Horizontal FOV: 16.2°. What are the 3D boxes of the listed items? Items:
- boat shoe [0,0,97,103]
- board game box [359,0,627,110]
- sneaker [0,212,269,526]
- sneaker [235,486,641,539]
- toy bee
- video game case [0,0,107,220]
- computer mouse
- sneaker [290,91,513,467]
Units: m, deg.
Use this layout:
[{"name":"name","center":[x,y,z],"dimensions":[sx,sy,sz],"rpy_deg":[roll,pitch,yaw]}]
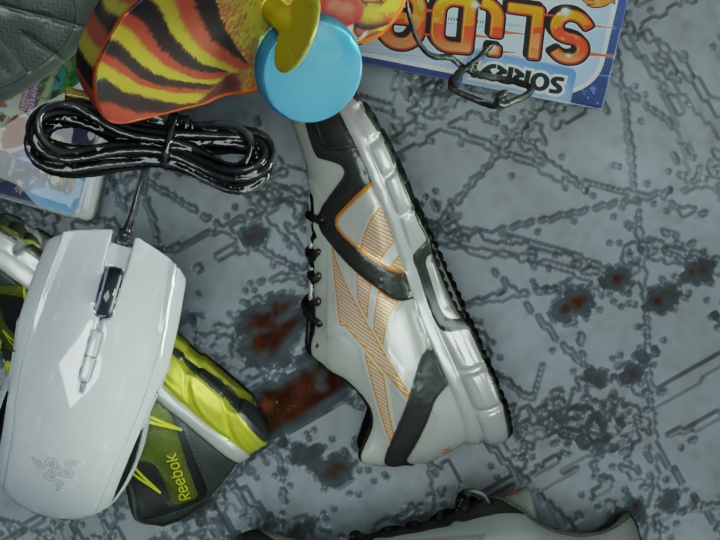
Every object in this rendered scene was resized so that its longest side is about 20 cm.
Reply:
[{"name":"boat shoe","center":[-0.209,-0.089,1.165],"dimensions":[0.201,0.065,0.075],"rpy_deg":[-34,111,8]},{"name":"board game box","center":[0.028,-0.157,1.157],"dimensions":[0.199,0.035,0.136],"rpy_deg":[10,121,1]},{"name":"sneaker","center":[-0.140,0.044,1.181],"dimensions":[0.200,0.074,0.085],"rpy_deg":[37,94,-1]},{"name":"sneaker","center":[0.039,0.137,1.190],"dimensions":[0.199,0.074,0.080],"rpy_deg":[7,84,-5]},{"name":"toy bee","center":[-0.026,-0.126,1.105],"dimensions":[0.199,0.131,0.109],"rpy_deg":[-15,118,-38]},{"name":"video game case","center":[-0.188,-0.143,1.199],"dimensions":[0.181,0.023,0.201],"rpy_deg":[15,93,1]},{"name":"computer mouse","center":[-0.113,0.022,1.125],"dimensions":[0.109,0.044,0.201],"rpy_deg":[14,102,-6]},{"name":"sneaker","center":[0.000,0.000,1.176],"dimensions":[0.080,0.074,0.201],"rpy_deg":[-23,92,5]}]
